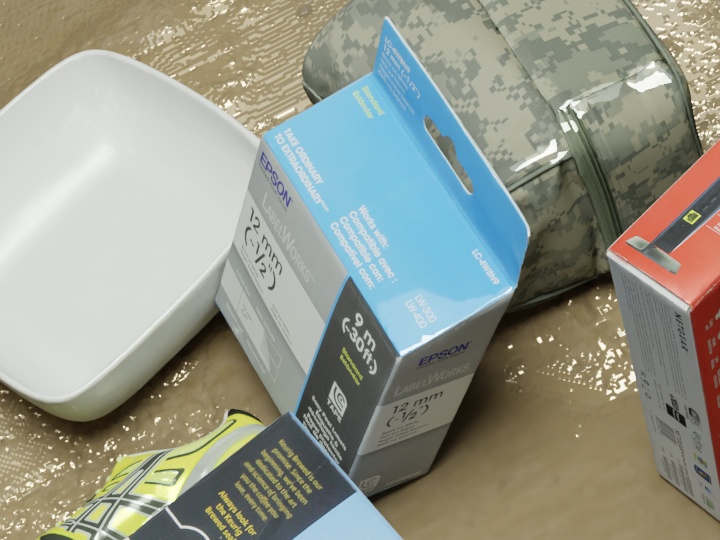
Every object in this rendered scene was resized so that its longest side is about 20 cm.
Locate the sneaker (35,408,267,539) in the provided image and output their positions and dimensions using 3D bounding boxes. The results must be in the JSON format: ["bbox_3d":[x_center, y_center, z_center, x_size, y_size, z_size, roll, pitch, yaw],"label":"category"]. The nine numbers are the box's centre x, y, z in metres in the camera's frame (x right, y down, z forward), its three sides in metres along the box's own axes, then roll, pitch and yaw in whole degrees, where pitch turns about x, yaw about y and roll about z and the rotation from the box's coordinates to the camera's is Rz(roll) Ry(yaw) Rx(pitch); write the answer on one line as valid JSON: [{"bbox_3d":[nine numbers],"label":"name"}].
[{"bbox_3d":[-0.120,0.142,0.894,0.199,0.076,0.077,-24,45,-12],"label":"sneaker"}]

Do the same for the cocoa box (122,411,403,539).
[{"bbox_3d":[-0.011,0.192,0.779,0.131,0.134,0.200,-37,54,-10],"label":"cocoa box"}]

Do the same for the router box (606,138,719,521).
[{"bbox_3d":[0.202,0.000,0.801,0.179,0.200,0.049,-43,55,-13],"label":"router box"}]

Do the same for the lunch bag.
[{"bbox_3d":[0.071,-0.082,0.935,0.167,0.140,0.201,-27,53,-1],"label":"lunch bag"}]

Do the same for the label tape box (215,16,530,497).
[{"bbox_3d":[0.000,0.000,0.851,0.066,0.201,0.144,-17,59,-26],"label":"label tape box"}]

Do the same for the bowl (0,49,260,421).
[{"bbox_3d":[-0.152,-0.016,1.001,0.199,0.075,0.200,33,72,32],"label":"bowl"}]
